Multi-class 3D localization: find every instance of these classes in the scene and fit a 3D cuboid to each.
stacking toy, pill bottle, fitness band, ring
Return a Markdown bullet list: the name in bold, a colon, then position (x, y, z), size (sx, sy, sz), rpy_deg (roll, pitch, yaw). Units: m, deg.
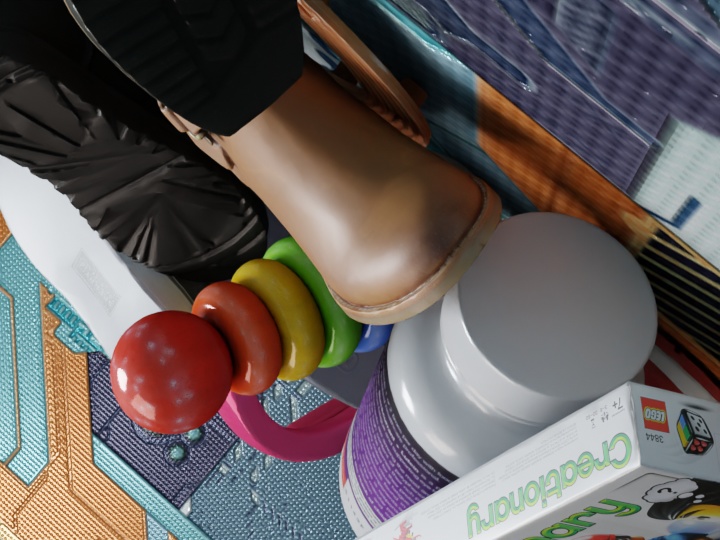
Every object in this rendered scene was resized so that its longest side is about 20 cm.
- **stacking toy**: position (-0.027, 0.014, 0.708), size (0.085, 0.199, 0.086), rpy_deg (33, 136, 39)
- **pill bottle**: position (0.059, 0.060, 0.674), size (0.111, 0.111, 0.200), rpy_deg (40, 151, 12)
- **fitness band**: position (-0.012, 0.028, 0.902), size (0.037, 0.200, 0.144), rpy_deg (12, 122, 43)
- **ring**: position (-0.043, -0.123, 0.649), size (0.200, 0.019, 0.200), rpy_deg (40, 179, 1)

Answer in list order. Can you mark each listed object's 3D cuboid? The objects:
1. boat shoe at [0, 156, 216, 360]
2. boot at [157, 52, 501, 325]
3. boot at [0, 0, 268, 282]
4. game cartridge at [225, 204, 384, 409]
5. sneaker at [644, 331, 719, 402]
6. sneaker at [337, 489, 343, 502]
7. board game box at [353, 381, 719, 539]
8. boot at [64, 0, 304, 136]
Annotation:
- **boat shoe**: position (-0.125, -0.015, 0.782), size (0.056, 0.069, 0.200), rpy_deg (-14, -117, -50)
- **boot**: position (-0.033, -0.067, 0.607), size (0.155, 0.077, 0.200), rpy_deg (45, -176, -27)
- **boot**: position (-0.117, -0.104, 0.727), size (0.198, 0.073, 0.163), rpy_deg (37, -144, -38)
- **game cartridge**: position (0.000, 0.000, 0.843), size (0.041, 0.133, 0.200), rpy_deg (22, 165, 48)
- **sneaker**: position (0.131, 0.096, 0.761), size (0.200, 0.116, 0.078), rpy_deg (40, 178, 0)
- **sneaker**: position (0.036, 0.147, 0.951), size (0.082, 0.070, 0.200), rpy_deg (48, 177, 2)
- **board game box**: position (0.090, 0.107, 0.611), size (0.126, 0.200, 0.035), rpy_deg (14, -124, -30)
- **boot**: position (-0.105, -0.146, 0.550), size (0.200, 0.077, 0.138), rpy_deg (57, 169, -25)
